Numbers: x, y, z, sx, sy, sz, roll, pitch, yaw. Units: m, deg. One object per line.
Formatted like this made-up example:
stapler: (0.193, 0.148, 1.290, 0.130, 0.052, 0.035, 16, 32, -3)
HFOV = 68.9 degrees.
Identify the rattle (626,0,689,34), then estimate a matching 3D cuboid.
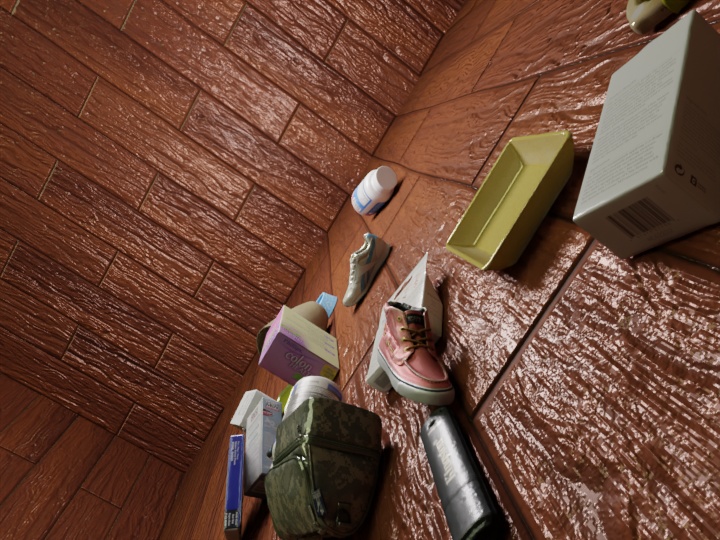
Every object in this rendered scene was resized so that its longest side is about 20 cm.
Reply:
rattle: (0.372, -0.424, 0.680, 0.131, 0.138, 0.206, 96, -165, -72)

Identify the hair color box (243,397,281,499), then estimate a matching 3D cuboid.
hair color box: (-0.235, 0.428, 1.273, 0.100, 0.059, 0.204, -51, 31, 31)

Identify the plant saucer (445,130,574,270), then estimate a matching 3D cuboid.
plant saucer: (0.214, -0.093, 0.750, 0.204, 0.047, 0.200, -59, 12, 6)

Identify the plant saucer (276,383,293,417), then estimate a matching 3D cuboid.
plant saucer: (-0.199, 0.377, 1.415, 0.200, 0.047, 0.204, -50, 15, 44)

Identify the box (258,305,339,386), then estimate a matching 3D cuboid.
box: (-0.150, 0.201, 1.311, 0.098, 0.173, 0.200, -55, 12, 8)

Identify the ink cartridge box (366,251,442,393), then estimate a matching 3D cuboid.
ink cartridge box: (0.081, 0.087, 0.907, 0.162, 0.049, 0.202, -53, 10, 33)

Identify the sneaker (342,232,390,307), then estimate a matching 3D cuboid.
sneaker: (0.000, 0.000, 1.403, 0.205, 0.079, 0.076, -61, 13, 1)

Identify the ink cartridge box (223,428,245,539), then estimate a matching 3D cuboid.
ink cartridge box: (-0.290, 0.498, 1.213, 0.203, 0.039, 0.206, 108, 161, -53)

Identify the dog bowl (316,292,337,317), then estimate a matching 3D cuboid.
dog bowl: (-0.148, 0.161, 1.738, 0.203, 0.049, 0.112, -56, 11, 17)

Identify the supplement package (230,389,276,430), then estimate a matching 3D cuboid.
supplement package: (-0.311, 0.441, 1.591, 0.112, 0.112, 0.199, -64, 13, -22)

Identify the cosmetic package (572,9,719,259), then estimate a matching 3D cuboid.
cosmetic package: (0.276, -0.125, 0.488, 0.205, 0.070, 0.101, -65, 12, -24)

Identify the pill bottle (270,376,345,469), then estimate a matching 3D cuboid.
pill bottle: (-0.098, 0.307, 0.963, 0.115, 0.112, 0.203, -50, 14, 35)

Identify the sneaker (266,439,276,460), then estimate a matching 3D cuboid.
sneaker: (-0.118, 0.339, 1.096, 0.076, 0.076, 0.200, -54, -5, 36)

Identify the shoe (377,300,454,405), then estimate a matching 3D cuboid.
shoe: (0.071, 0.104, 0.712, 0.200, 0.069, 0.095, -149, 62, -72)

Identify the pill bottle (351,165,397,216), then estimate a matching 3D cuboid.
pill bottle: (0.051, -0.275, 1.807, 0.115, 0.110, 0.199, -63, 13, -25)

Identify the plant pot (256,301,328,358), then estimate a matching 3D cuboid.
plant pot: (-0.178, 0.185, 1.546, 0.188, 0.186, 0.201, -49, 1, 40)

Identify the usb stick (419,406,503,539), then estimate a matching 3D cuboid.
usb stick: (0.097, 0.209, 0.541, 0.057, 0.032, 0.201, -58, 11, 11)

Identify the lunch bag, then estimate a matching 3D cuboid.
lunch bag: (-0.058, 0.302, 0.768, 0.200, 0.135, 0.173, -46, 32, 50)
